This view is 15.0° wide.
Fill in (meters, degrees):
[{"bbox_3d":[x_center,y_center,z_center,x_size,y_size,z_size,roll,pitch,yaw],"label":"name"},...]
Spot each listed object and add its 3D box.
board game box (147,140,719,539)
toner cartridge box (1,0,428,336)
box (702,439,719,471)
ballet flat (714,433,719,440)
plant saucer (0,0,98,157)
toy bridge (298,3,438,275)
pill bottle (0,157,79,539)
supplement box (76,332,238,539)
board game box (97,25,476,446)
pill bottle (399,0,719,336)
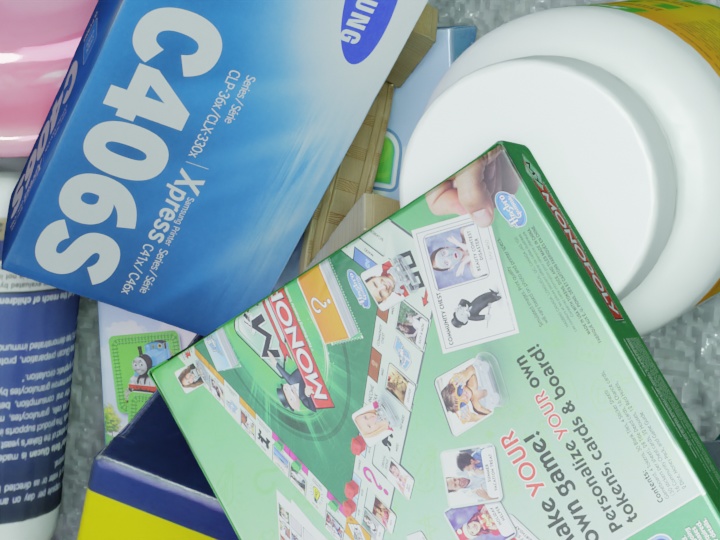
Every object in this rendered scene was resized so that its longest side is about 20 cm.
[{"bbox_3d":[0.040,0.081,0.806,0.135,0.029,0.200,-33,79,18],"label":"board game box"},{"bbox_3d":[-0.046,-0.070,0.937,0.095,0.043,0.200,17,126,-16],"label":"toner cartridge box"},{"bbox_3d":[0.139,0.145,0.904,0.200,0.198,0.123,-5,61,20],"label":"box"},{"bbox_3d":[0.196,0.021,0.955,0.065,0.071,0.200,35,111,-2],"label":"ballet flat"},{"bbox_3d":[-0.126,-0.132,0.943,0.200,0.051,0.201,-2,129,-2],"label":"plant saucer"},{"bbox_3d":[0.000,0.000,0.943,0.027,0.200,0.067,16,143,-19],"label":"toy bridge"},{"bbox_3d":[-0.169,0.054,1.063,0.111,0.111,0.200,9,100,19],"label":"pill bottle"},{"bbox_3d":[-0.046,0.141,1.000,0.109,0.109,0.200,20,119,10],"label":"supplement box"},{"bbox_3d":[-0.027,0.009,1.047,0.151,0.037,0.200,-1,95,20],"label":"board game box"},{"bbox_3d":[0.083,-0.034,0.914,0.111,0.200,0.111,2,97,19],"label":"pill bottle"}]
